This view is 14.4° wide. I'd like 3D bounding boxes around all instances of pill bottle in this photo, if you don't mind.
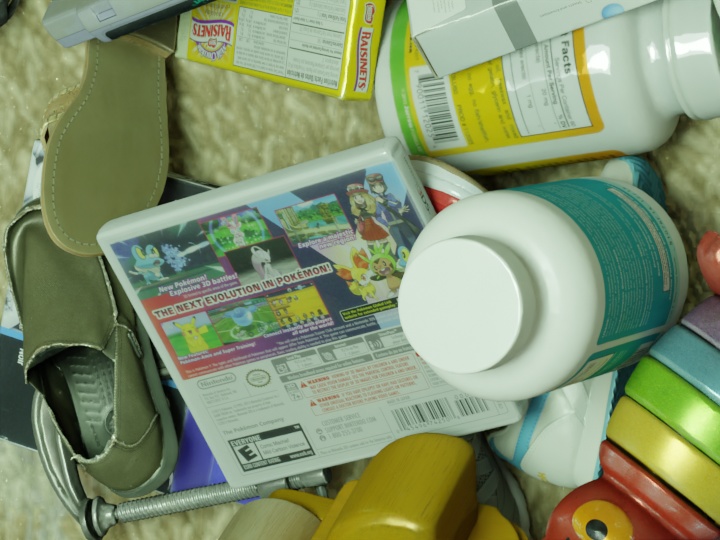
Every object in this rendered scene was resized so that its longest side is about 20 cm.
[{"bbox_3d":[0.093,0.009,1.515,0.111,0.200,0.111,2,96,26],"label":"pill bottle"},{"bbox_3d":[0.118,-0.116,1.625,0.200,0.111,0.111,-7,91,24],"label":"pill bottle"}]

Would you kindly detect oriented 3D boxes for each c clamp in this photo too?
[{"bbox_3d":[-0.110,0.118,1.745,0.200,0.027,0.171,-7,92,22],"label":"c clamp"}]

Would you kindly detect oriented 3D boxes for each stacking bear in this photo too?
[{"bbox_3d":[0.177,0.098,1.533,0.121,0.114,0.200,39,90,19],"label":"stacking bear"}]

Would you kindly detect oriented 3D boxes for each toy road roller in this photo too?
[{"bbox_3d":[0.000,0.162,1.615,0.200,0.123,0.146,10,126,18],"label":"toy road roller"}]

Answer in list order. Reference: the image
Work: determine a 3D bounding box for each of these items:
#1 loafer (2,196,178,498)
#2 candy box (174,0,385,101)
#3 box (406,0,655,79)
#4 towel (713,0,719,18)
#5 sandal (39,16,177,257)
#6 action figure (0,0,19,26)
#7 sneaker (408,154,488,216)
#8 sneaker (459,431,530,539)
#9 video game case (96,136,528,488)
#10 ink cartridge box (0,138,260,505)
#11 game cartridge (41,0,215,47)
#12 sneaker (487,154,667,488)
[{"bbox_3d":[-0.169,0.040,1.726,0.075,0.070,0.200,-30,70,16],"label":"loafer"},{"bbox_3d":[-0.048,-0.163,1.684,0.200,0.026,0.102,20,106,56],"label":"candy box"},{"bbox_3d":[0.119,-0.204,1.591,0.200,0.041,0.156,-20,46,14],"label":"box"},{"bbox_3d":[0.291,-0.157,1.527,0.200,0.153,0.023,-17,45,14],"label":"towel"},{"bbox_3d":[-0.161,-0.087,1.748,0.070,0.078,0.212,-37,37,53],"label":"sandal"},{"bbox_3d":[-0.277,-0.167,1.801,0.119,0.102,0.200,28,106,31],"label":"action figure"},{"bbox_3d":[0.000,0.000,1.640,0.071,0.113,0.200,43,157,-16],"label":"sneaker"},{"bbox_3d":[0.042,0.115,1.691,0.075,0.082,0.200,-17,90,24],"label":"sneaker"},{"bbox_3d":[-0.028,0.028,1.620,0.200,0.023,0.182,-15,114,29],"label":"video game case"},{"bbox_3d":[-0.131,0.035,1.784,0.200,0.043,0.198,15,100,20],"label":"ink cartridge box"},{"bbox_3d":[-0.094,-0.205,1.684,0.200,0.038,0.130,-16,45,38],"label":"game cartridge"},{"bbox_3d":[0.127,0.028,1.653,0.081,0.076,0.200,15,98,23],"label":"sneaker"}]
